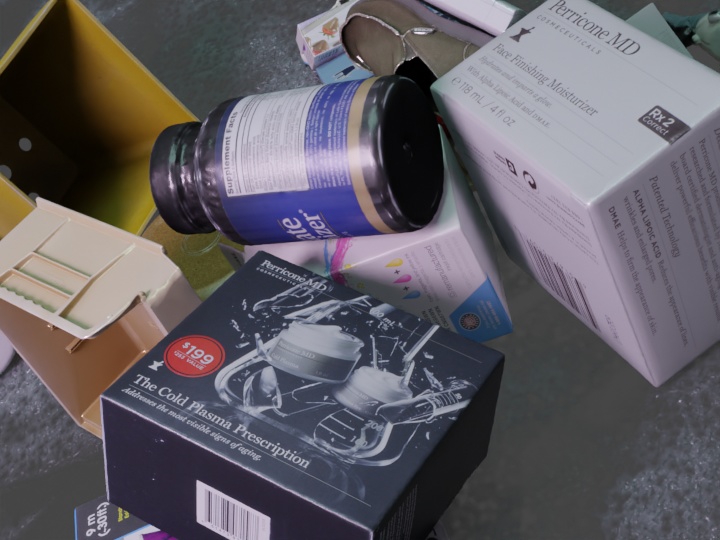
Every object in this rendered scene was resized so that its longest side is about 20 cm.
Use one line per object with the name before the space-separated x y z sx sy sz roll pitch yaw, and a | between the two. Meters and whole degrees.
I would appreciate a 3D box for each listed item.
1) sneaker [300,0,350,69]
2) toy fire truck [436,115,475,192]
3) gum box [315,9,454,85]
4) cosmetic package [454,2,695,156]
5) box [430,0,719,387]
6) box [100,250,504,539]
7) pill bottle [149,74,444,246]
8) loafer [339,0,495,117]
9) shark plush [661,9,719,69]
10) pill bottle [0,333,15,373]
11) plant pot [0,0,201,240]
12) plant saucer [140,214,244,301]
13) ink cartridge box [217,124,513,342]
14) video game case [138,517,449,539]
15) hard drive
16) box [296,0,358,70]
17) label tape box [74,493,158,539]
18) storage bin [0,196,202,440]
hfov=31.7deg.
sneaker | 0.007 -0.288 1.331 0.200 0.073 0.072 -45 45 -14
toy fire truck | 0.094 -0.108 1.117 0.199 0.049 0.141 -13 44 18
gum box | 0.050 -0.196 1.183 0.170 0.045 0.200 -29 18 2
cosmetic package | 0.183 -0.130 1.058 0.200 0.051 0.083 -34 83 -7
box | 0.179 -0.061 0.907 0.131 0.200 0.199 -36 42 -7
box | -0.036 0.103 0.837 0.200 0.104 0.182 23 41 20
pill bottle | -0.049 -0.076 0.927 0.199 0.112 0.112 -4 47 27
loafer | 0.040 -0.168 1.013 0.070 0.075 0.200 -38 38 -20
shark plush | 0.337 -0.196 1.081 0.083 0.091 0.200 -26 14 -29
pill bottle | -0.405 0.019 1.231 0.113 0.113 0.200 -32 41 -3
plant pot | -0.313 -0.116 1.260 0.176 0.200 0.200 -15 39 47
plant saucer | -0.140 -0.020 1.176 0.200 0.035 0.201 -16 43 15
ink cartridge box | 0.000 0.000 1.006 0.199 0.129 0.125 -21 42 12
video game case | -0.024 0.222 0.804 0.199 0.036 0.181 -10 41 -16
hard drive | 0.070 -0.221 1.022 0.200 0.132 0.027 34 101 30
box | 0.030 -0.265 1.283 0.200 0.041 0.039 -27 83 -10
label tape box | -0.160 0.229 0.918 0.200 0.063 0.144 -25 41 6
storage bin | -0.184 0.062 0.996 0.198 0.200 0.094 20 59 41
